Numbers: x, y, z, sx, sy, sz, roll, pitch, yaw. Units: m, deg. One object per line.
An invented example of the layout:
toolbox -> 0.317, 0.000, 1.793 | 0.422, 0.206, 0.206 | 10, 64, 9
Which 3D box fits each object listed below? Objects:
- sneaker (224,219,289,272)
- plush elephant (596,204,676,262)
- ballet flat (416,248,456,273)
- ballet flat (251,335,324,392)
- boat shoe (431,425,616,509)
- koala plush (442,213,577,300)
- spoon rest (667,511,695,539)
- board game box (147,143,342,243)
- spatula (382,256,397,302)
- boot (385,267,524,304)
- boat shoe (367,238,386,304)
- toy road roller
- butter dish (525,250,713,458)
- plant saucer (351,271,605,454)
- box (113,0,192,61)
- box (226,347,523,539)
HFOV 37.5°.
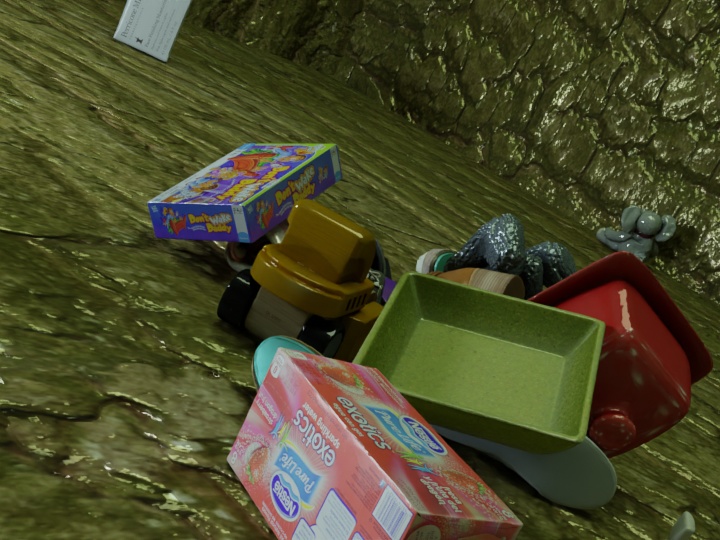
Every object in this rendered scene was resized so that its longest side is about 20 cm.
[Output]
sneaker -> -0.129, -0.048, 1.253 | 0.105, 0.075, 0.200 | 17, 20, -51
plush elephant -> 0.768, -0.107, 2.918 | 0.165, 0.155, 0.200 | 24, 13, -9
ballet flat -> 0.123, 0.001, 1.589 | 0.067, 0.068, 0.200 | 12, 0, 28
ballet flat -> -0.020, 0.128, 0.877 | 0.200, 0.069, 0.063 | 41, -8, 38
boat shoe -> 0.153, 0.162, 1.025 | 0.200, 0.071, 0.070 | 25, 8, 1
koala plush -> 0.191, 0.073, 1.292 | 0.177, 0.184, 0.200 | 21, 34, -47
spoon rest -> 0.338, 0.298, 0.912 | 0.200, 0.061, 0.099 | 42, 17, 7
board game box -> -0.128, -0.093, 1.225 | 0.134, 0.045, 0.200 | 4, 27, 29
spatula -> 0.040, 0.014, 1.448 | 0.056, 0.021, 0.200 | 28, 12, -16
boot -> 0.075, 0.067, 1.181 | 0.155, 0.200, 0.077 | 2, -43, 40
boat shoe -> 0.000, 0.000, 1.351 | 0.067, 0.057, 0.200 | 24, 14, -8
toy road roller -> -0.037, 0.007, 1.071 | 0.123, 0.146, 0.200 | 30, 14, 14
butter dish -> 0.239, 0.117, 1.057 | 0.199, 0.200, 0.148 | 47, 24, -27
plant saucer -> 0.107, 0.087, 0.948 | 0.199, 0.048, 0.200 | 15, 30, 11
box -> -0.461, -0.602, 2.410 | 0.131, 0.199, 0.200 | 22, 15, -16
box -> 0.001, 0.149, 0.723 | 0.095, 0.103, 0.200 | 16, 16, -36
